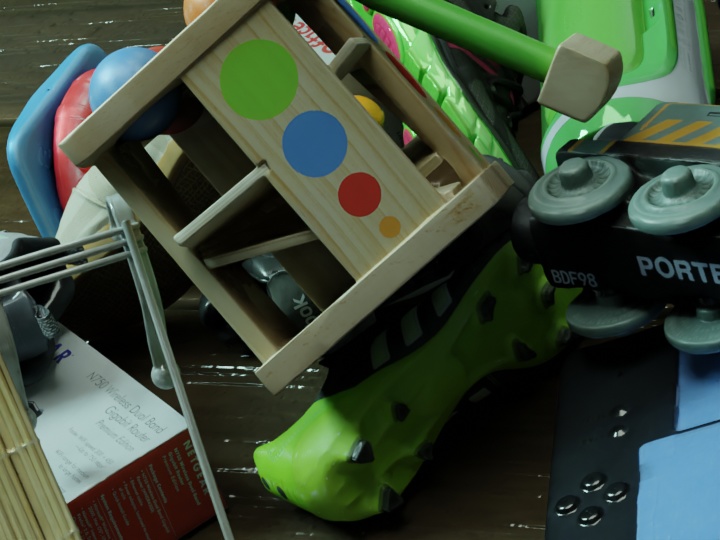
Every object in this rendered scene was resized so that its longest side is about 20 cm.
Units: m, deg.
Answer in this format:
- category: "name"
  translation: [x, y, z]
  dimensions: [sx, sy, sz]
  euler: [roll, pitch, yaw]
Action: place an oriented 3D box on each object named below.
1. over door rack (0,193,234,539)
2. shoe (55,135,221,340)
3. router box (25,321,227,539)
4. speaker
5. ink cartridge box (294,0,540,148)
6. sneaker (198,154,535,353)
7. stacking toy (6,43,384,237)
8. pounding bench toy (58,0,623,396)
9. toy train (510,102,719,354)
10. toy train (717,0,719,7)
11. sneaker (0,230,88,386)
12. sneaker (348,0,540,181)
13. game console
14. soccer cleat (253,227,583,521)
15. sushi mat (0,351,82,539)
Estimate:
- category: "over door rack"
  translation: [-0.137, 0.081, 1.051]
  dimensions: [0.147, 0.201, 0.067]
  euler: [-18, -18, -11]
- category: "shoe"
  translation: [-0.104, -0.031, 1.236]
  dimensions: [0.200, 0.070, 0.054]
  euler: [-45, 49, 39]
- category: "router box"
  translation: [-0.186, 0.103, 1.155]
  dimensions: [0.179, 0.049, 0.200]
  euler: [-32, 30, -19]
- category: "speaker"
  translation: [0.131, -0.103, 1.245]
  dimensions: [0.088, 0.089, 0.201]
  euler: [-13, 37, 13]
- category: "ink cartridge box"
  translation: [0.037, -0.136, 1.387]
  dimensions: [0.199, 0.085, 0.146]
  euler: [-31, 30, -19]
- category: "sneaker"
  translation: [0.000, 0.000, 1.192]
  dimensions: [0.199, 0.067, 0.091]
  euler: [-11, 35, 38]
- category: "stacking toy"
  translation: [-0.073, -0.063, 1.297]
  dimensions: [0.199, 0.110, 0.116]
  euler: [-8, 33, 29]
- category: "pounding bench toy"
  translation: [-0.006, -0.077, 1.065]
  dimensions: [0.200, 0.156, 0.124]
  euler: [-41, 0, 9]
- category: "toy train"
  translation: [0.159, -0.023, 1.024]
  dimensions: [0.199, 0.086, 0.114]
  euler: [6, 36, 44]
- category: "toy train"
  translation: [0.284, -0.161, 1.262]
  dimensions: [0.199, 0.086, 0.114]
  euler: [-7, 19, 28]
- category: "sneaker"
  translation: [-0.201, 0.036, 1.148]
  dimensions: [0.139, 0.078, 0.200]
  euler: [-2, 34, 33]
- category: "sneaker"
  translation: [0.055, -0.098, 1.244]
  dimensions: [0.083, 0.077, 0.201]
  euler: [-14, 63, -20]
- category: "game console"
  translation: [0.168, 0.061, 0.980]
  dimensions: [0.199, 0.031, 0.177]
  euler: [-17, 34, 19]
- category: "soccer cleat"
  translation: [0.032, 0.036, 1.113]
  dimensions: [0.200, 0.068, 0.081]
  euler: [-41, 30, -29]
- category: "sushi mat"
  translation: [-0.155, 0.125, 0.989]
  dimensions: [0.095, 0.201, 0.012]
  euler: [-21, -16, -15]
